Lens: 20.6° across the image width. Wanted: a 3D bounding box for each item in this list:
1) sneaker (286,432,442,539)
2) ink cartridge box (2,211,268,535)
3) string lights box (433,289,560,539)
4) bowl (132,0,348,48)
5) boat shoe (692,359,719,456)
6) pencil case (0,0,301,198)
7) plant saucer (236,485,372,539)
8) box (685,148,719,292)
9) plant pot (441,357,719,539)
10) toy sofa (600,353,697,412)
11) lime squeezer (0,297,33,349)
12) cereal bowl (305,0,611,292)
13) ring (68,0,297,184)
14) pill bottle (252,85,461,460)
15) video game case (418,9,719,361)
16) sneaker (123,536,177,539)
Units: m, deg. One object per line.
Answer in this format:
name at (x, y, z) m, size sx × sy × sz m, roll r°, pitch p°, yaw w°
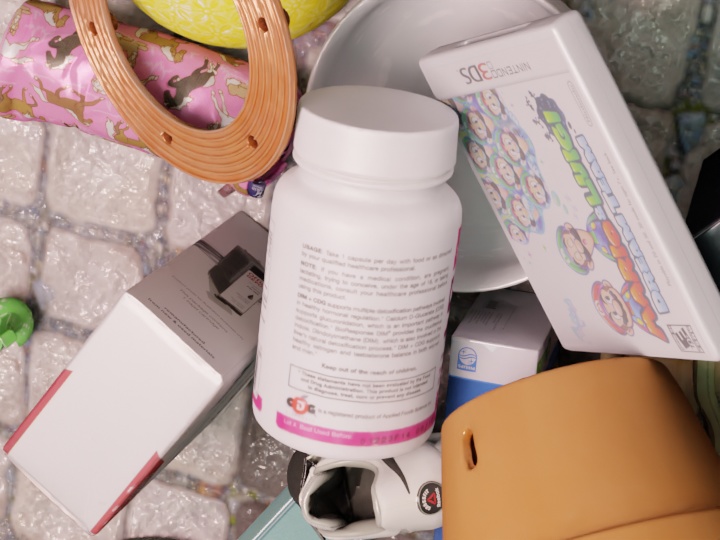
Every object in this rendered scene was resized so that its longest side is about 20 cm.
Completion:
sneaker at (-0.012, 0.134, 1.260) m, size 0.200 × 0.088 × 0.075 m, roll -10°, pitch 90°, yaw 59°
ink cartridge box at (-0.122, 0.060, 1.268) m, size 0.083 × 0.200 × 0.147 m, roll 41°, pitch 113°, yaw 2°
string lights box at (0.088, 0.123, 1.283) m, size 0.059 × 0.103 × 0.201 m, roll 9°, pitch 110°, yaw 13°
bowl at (-0.089, -0.226, 1.213) m, size 0.199 × 0.108 × 0.202 m, roll 4°, pitch 109°, yaw 13°
boat shoe at (0.242, 0.070, 1.221) m, size 0.062 × 0.074 × 0.201 m, roll 0°, pitch 135°, yaw 18°
pencil case at (-0.140, -0.111, 1.280) m, size 0.199 × 0.083 × 0.087 m, roll 20°, pitch 91°, yaw 8°
plant saucer at (-0.072, 0.224, 1.376) m, size 0.070 × 0.019 × 0.200 m, roll 43°, pitch 95°, yaw -2°
box at (0.284, 0.002, 1.139) m, size 0.104 × 0.200 × 0.182 m, roll -35°, pitch 97°, yaw 21°
plant pot at (0.128, 0.137, 1.126) m, size 0.199 × 0.200 × 0.141 m, roll -20°, pitch 72°, yaw 20°
toy sofa at (0.161, 0.154, 1.284) m, size 0.097 × 0.083 × 0.201 m, roll 7°, pitch 110°, yaw 10°
lime squeezer at (-0.267, 0.054, 1.380) m, size 0.038 × 0.071 × 0.199 m, roll 45°, pitch 145°, yaw -20°
cereal bowl at (0.068, -0.094, 1.228) m, size 0.199 × 0.083 × 0.202 m, roll 5°, pitch 110°, yaw 14°
ring at (-0.105, -0.145, 1.163) m, size 0.200 × 0.019 × 0.202 m, roll 29°, pitch 134°, yaw 35°
pill bottle at (0.000, 0.000, 1.171) m, size 0.113 × 0.113 × 0.201 m, roll 11°, pitch 111°, yaw 11°
video game case at (0.118, -0.042, 1.105) m, size 0.024 × 0.182 × 0.201 m, roll -32°, pitch 101°, yaw -18°
sneaker at (-0.199, 0.242, 1.415) m, size 0.199 × 0.076 × 0.076 m, roll -12°, pitch 103°, yaw 16°
